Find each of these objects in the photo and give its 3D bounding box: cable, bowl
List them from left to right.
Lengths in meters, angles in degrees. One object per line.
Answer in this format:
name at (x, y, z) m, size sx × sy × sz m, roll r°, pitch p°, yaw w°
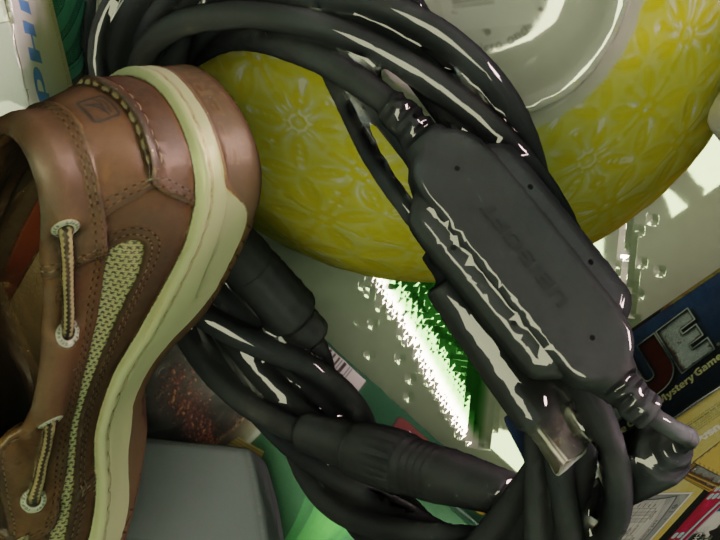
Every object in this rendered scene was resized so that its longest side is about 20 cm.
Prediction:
cable at (0.000, 0.000, 0.748) m, size 0.051 × 0.163 × 0.200 m, roll -37°, pitch 82°, yaw -31°
bowl at (0.028, -0.087, 0.784) m, size 0.199 × 0.108 × 0.202 m, roll -1°, pitch 99°, yaw -6°

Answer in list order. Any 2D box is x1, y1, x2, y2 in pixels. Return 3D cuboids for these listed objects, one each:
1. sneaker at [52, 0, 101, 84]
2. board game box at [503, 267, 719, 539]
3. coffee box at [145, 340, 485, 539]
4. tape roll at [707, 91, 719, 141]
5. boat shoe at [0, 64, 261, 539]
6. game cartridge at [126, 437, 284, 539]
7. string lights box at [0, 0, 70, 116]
sneaker at (-0.112, -0.049, 0.841) m, size 0.077 × 0.079 × 0.201 m, roll 4°, pitch 97°, yaw 33°
board game box at (0.156, 0.025, 0.798) m, size 0.200 × 0.135 × 0.035 m, roll -35°, pitch 50°, yaw 12°
coffee box at (-0.011, 0.104, 0.874) m, size 0.200 × 0.044 × 0.123 m, roll 43°, pitch 103°, yaw 0°
tape roll at (0.179, -0.088, 0.736) m, size 0.203 × 0.203 × 0.037 m, roll -39°, pitch 95°, yaw 12°
boat shoe at (-0.098, 0.031, 0.734) m, size 0.075 × 0.075 × 0.203 m, roll 46°, pitch 129°, yaw 32°
game cartridge at (-0.088, 0.146, 0.807) m, size 0.132 × 0.041 × 0.201 m, roll 4°, pitch 72°, yaw 16°
string lights box at (-0.187, -0.062, 0.768) m, size 0.199 × 0.059 × 0.103 m, roll -14°, pitch 87°, yaw 7°
